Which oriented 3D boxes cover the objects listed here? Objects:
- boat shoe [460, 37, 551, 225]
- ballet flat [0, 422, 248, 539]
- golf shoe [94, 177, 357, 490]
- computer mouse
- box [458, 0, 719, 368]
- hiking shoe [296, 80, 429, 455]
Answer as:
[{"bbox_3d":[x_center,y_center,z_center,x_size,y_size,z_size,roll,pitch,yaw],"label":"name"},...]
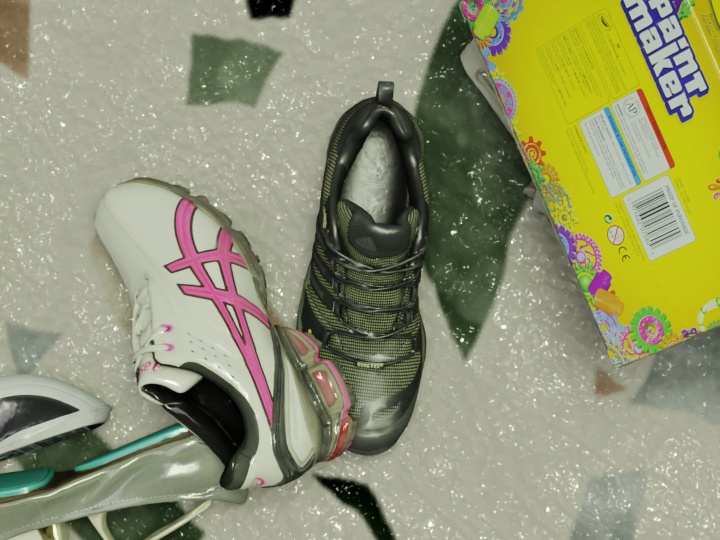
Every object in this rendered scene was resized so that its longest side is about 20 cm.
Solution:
[{"bbox_3d":[0.125,-0.055,0.930,0.070,0.071,0.200,-33,95,31],"label":"boat shoe"},{"bbox_3d":[-0.158,0.132,0.919,0.199,0.067,0.064,-16,93,1],"label":"ballet flat"},{"bbox_3d":[-0.089,0.029,0.895,0.092,0.073,0.200,-20,62,-44],"label":"golf shoe"},{"bbox_3d":[-0.236,0.094,0.916,0.199,0.110,0.044,-18,83,-9],"label":"computer mouse"},{"bbox_3d":[0.184,-0.081,0.850,0.122,0.192,0.201,-28,83,42],"label":"box"},{"bbox_3d":[0.000,0.000,0.906,0.075,0.101,0.201,0,85,2],"label":"hiking shoe"}]
